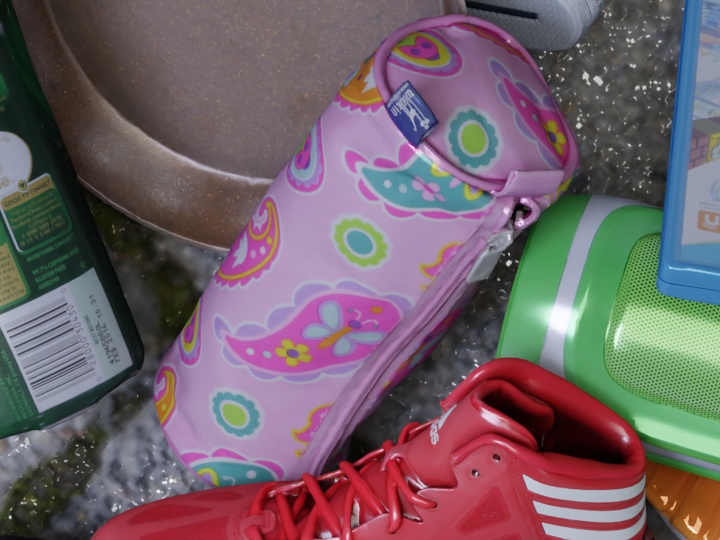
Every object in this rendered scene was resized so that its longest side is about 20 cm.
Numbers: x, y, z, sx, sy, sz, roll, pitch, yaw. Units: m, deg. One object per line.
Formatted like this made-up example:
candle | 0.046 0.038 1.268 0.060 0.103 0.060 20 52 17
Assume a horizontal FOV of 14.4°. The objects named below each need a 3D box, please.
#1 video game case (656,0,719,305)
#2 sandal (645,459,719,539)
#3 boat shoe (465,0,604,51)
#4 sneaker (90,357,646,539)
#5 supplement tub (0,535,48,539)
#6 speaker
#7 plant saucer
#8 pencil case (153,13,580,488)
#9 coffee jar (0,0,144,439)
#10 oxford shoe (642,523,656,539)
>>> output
video game case | 0.184 -0.059 1.018 0.142 0.018 0.201 9 49 2
sandal | 0.156 0.094 1.057 0.079 0.059 0.207 -33 74 -6
boat shoe | 0.003 -0.136 1.068 0.199 0.072 0.071 17 59 13
sneaker | 0.003 0.073 0.981 0.199 0.116 0.079 -4 46 -10
supplement tub | -0.059 0.158 1.048 0.199 0.107 0.108 5 90 2
speaker | 0.151 0.035 1.001 0.199 0.088 0.089 16 91 8
plant saucer | -0.049 -0.097 1.040 0.199 0.035 0.201 12 126 17
pencil case | 0.000 0.000 1.010 0.087 0.087 0.200 40 130 2
coffee jar | -0.153 -0.043 1.028 0.085 0.104 0.201 -24 105 -18
oxford shoe | 0.094 0.143 1.062 0.070 0.075 0.200 -37 67 -21
